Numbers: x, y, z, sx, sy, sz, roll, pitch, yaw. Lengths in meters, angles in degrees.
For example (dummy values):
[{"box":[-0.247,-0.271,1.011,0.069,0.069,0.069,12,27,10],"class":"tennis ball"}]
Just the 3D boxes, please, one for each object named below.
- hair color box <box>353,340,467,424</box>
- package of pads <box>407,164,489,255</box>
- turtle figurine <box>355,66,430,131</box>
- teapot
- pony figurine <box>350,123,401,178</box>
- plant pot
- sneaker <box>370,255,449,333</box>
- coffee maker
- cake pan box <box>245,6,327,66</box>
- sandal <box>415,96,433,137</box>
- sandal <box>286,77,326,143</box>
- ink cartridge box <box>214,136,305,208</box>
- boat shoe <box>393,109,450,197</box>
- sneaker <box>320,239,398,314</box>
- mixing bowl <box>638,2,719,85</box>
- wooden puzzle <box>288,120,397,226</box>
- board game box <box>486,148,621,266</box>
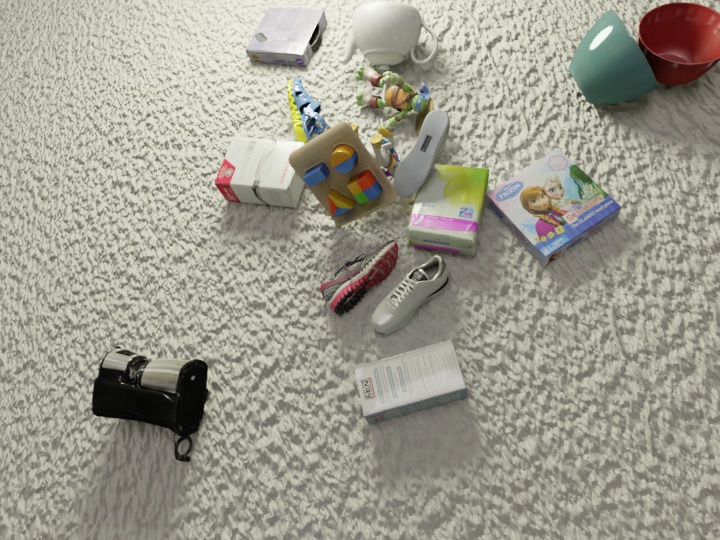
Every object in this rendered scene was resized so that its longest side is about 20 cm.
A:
[{"box":[0.095,0.214,1.077,0.197,0.061,0.100,-16,60,3],"class":"hair color box"},{"box":[0.192,-0.138,1.238,0.152,0.068,0.202,9,62,17],"class":"package of pads"},{"box":[0.049,-0.414,1.373,0.193,0.144,0.201,35,81,36],"class":"turtle figurine"},{"box":[0.071,-0.601,1.472,0.199,0.195,0.149,14,104,58],"class":"teapot"},{"box":[0.018,-0.248,1.288,0.190,0.200,0.169,-5,67,28],"class":"pony figurine"},{"box":[0.556,-0.458,1.275,0.134,0.199,0.202,-32,56,26],"class":"plant pot"},{"box":[0.096,0.046,1.156,0.200,0.081,0.076,-41,63,-9],"class":"sneaker"},{"box":[-0.426,0.261,1.128,0.197,0.135,0.195,4,64,15],"class":"coffee maker"},{"box":[-0.209,-0.680,1.632,0.197,0.052,0.186,10,67,18],"class":"cake pan box"},{"box":[0.181,-0.335,1.354,0.069,0.078,0.214,22,41,-18],"class":"sandal"},{"box":[-0.140,-0.417,1.465,0.086,0.080,0.203,-14,68,1],"class":"sandal"},{"box":[-0.234,-0.241,1.382,0.197,0.084,0.147,8,64,16],"class":"ink cartridge box"},{"box":[0.142,-0.249,1.235,0.073,0.065,0.201,36,101,21],"class":"boat shoe"},{"box":[0.000,0.000,1.202,0.199,0.081,0.075,-40,59,-9],"class":"sneaker"},{"box":[0.722,-0.500,1.285,0.197,0.109,0.203,-3,61,6],"class":"mixing bowl"},{"box":[-0.044,-0.197,1.222,0.184,0.201,0.046,-20,26,36],"class":"wooden puzzle"},{"box":[0.408,-0.139,1.206,0.199,0.041,0.200,-33,60,-6],"class":"board game box"}]
